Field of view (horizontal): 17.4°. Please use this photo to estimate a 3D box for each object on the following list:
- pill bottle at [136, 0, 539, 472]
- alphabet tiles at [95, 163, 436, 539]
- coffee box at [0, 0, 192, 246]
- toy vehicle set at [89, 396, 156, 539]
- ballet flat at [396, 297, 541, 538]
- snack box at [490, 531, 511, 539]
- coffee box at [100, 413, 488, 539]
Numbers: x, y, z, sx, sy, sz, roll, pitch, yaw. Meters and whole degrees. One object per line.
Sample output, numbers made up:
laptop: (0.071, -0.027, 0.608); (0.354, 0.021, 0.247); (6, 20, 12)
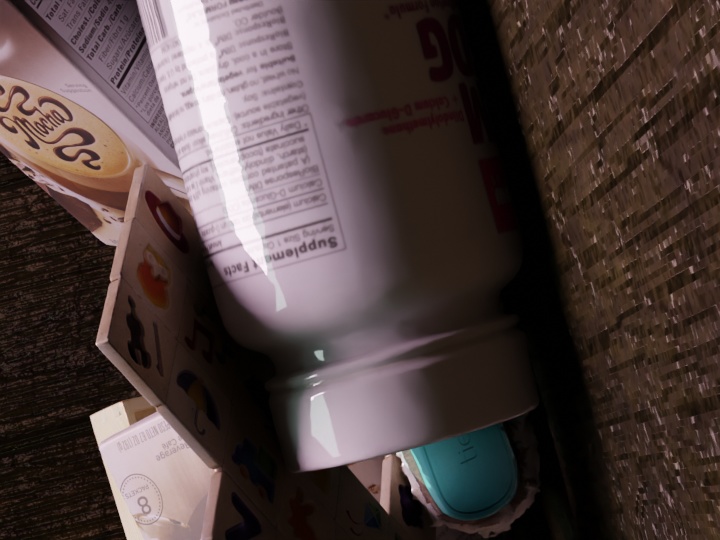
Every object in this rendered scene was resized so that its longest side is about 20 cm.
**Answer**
pill bottle: (-0.006, -0.037, 0.841); (0.113, 0.113, 0.201); (163, 92, -85)
alphabet tiles: (-0.028, 0.060, 0.865); (0.200, 0.008, 0.168); (51, -153, -30)
coffee box: (-0.107, -0.090, 0.925); (0.113, 0.080, 0.200); (7, 153, 42)
toy vehicle set: (-0.027, 0.107, 1.119); (0.026, 0.199, 0.125); (-26, 79, 44)
ballet flat: (0.022, 0.009, 0.942); (0.072, 0.071, 0.201); (150, 104, -84)
snack box: (0.035, 0.135, 1.096); (0.024, 0.071, 0.201); (99, 156, -77)
coffee box: (-0.009, 0.134, 1.005); (0.080, 0.113, 0.201); (-26, -91, -57)
